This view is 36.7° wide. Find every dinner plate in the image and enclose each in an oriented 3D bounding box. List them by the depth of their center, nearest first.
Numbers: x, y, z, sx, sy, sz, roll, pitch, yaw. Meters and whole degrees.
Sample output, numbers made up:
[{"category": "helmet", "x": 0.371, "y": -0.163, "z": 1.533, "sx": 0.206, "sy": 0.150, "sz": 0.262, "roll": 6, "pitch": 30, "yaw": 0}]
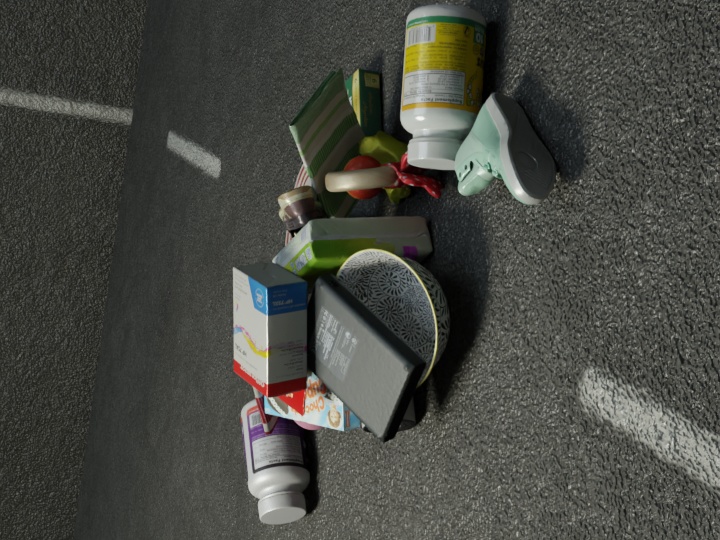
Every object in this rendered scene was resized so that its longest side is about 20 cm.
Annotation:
[{"category": "dinner plate", "x": -0.105, "y": -0.099, "z": 1.968, "sx": 0.200, "sy": 0.024, "sz": 0.204, "roll": -172, "pitch": 90, "yaw": -77}]

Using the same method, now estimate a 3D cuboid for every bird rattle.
[{"category": "bird rattle", "x": 0.030, "y": -0.131, "z": 1.578, "sx": 0.200, "sy": 0.160, "sz": 0.115, "roll": -137, "pitch": 38, "yaw": -70}]

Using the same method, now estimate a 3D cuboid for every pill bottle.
[{"category": "pill bottle", "x": 0.111, "y": -0.244, "z": 1.465, "sx": 0.112, "sy": 0.111, "sz": 0.204, "roll": -4, "pitch": 81, "yaw": 64}, {"category": "pill bottle", "x": -0.147, "y": 0.332, "z": 1.898, "sx": 0.112, "sy": 0.109, "sz": 0.203, "roll": -51, "pitch": 41, "yaw": 49}]

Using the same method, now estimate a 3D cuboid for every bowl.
[{"category": "bowl", "x": 0.059, "y": 0.061, "z": 1.503, "sx": 0.199, "sy": 0.093, "sz": 0.205, "roll": 14, "pitch": 111, "yaw": 42}]

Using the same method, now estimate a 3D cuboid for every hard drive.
[{"category": "hard drive", "x": -0.006, "y": 0.120, "z": 1.495, "sx": 0.200, "sy": 0.033, "sz": 0.141, "roll": 42, "pitch": 128, "yaw": 30}]

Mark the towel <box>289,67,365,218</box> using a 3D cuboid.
[{"category": "towel", "x": -0.036, "y": -0.184, "z": 1.656, "sx": 0.023, "sy": 0.202, "sz": 0.153, "roll": 7, "pitch": 46, "yaw": 31}]

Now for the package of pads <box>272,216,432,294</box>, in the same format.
[{"category": "package of pads", "x": -0.016, "y": -0.021, "z": 1.586, "sx": 0.154, "sy": 0.197, "sz": 0.069, "roll": -40, "pitch": 57, "yaw": 56}]

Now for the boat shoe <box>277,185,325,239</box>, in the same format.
[{"category": "boat shoe", "x": -0.086, "y": -0.075, "z": 1.669, "sx": 0.200, "sy": 0.071, "sz": 0.066, "roll": 86, "pitch": 168, "yaw": -79}]

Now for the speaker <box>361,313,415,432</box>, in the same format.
[{"category": "speaker", "x": 0.034, "y": 0.130, "z": 1.592, "sx": 0.081, "sy": 0.080, "sz": 0.204, "roll": -38, "pitch": 51, "yaw": 56}]

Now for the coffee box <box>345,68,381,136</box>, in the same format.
[{"category": "coffee box", "x": -0.026, "y": -0.245, "z": 1.835, "sx": 0.199, "sy": 0.043, "sz": 0.126, "roll": 152, "pitch": 120, "yaw": -61}]

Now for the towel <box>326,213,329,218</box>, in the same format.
[{"category": "towel", "x": -0.047, "y": -0.018, "z": 1.777, "sx": 0.200, "sy": 0.023, "sz": 0.150, "roll": 102, "pitch": 168, "yaw": -78}]

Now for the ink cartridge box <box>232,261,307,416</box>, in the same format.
[{"category": "ink cartridge box", "x": -0.130, "y": 0.102, "z": 1.552, "sx": 0.116, "sy": 0.066, "sz": 0.204, "roll": 25, "pitch": 118, "yaw": 56}]

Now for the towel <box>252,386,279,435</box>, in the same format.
[{"category": "towel", "x": -0.147, "y": 0.140, "z": 1.747, "sx": 0.144, "sy": 0.022, "sz": 0.203, "roll": -59, "pitch": -38, "yaw": -59}]

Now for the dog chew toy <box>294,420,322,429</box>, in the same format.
[{"category": "dog chew toy", "x": -0.068, "y": 0.175, "z": 1.762, "sx": 0.125, "sy": 0.122, "sz": 0.203, "roll": -117, "pitch": 33, "yaw": -49}]

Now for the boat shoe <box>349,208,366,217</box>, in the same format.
[{"category": "boat shoe", "x": 0.000, "y": 0.000, "z": 1.724, "sx": 0.062, "sy": 0.070, "sz": 0.203, "roll": 90, "pitch": 175, "yaw": -61}]

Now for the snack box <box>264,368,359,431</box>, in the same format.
[{"category": "snack box", "x": -0.077, "y": 0.168, "z": 1.636, "sx": 0.198, "sy": 0.037, "sz": 0.119, "roll": 2, "pitch": 96, "yaw": 50}]

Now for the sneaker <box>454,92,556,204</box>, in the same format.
[{"category": "sneaker", "x": 0.174, "y": -0.118, "z": 1.345, "sx": 0.119, "sy": 0.073, "sz": 0.202, "roll": -58, "pitch": 26, "yaw": 32}]

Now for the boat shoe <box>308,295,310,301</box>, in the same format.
[{"category": "boat shoe", "x": -0.085, "y": 0.028, "z": 1.744, "sx": 0.202, "sy": 0.056, "sz": 0.068, "roll": 94, "pitch": 176, "yaw": -50}]
